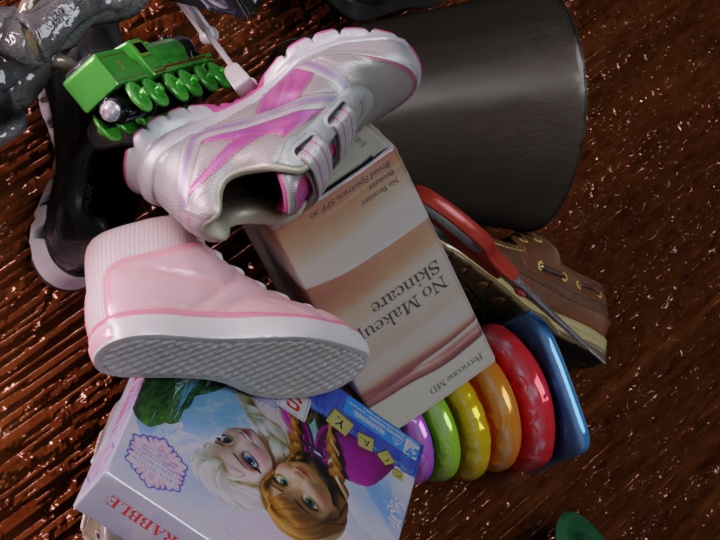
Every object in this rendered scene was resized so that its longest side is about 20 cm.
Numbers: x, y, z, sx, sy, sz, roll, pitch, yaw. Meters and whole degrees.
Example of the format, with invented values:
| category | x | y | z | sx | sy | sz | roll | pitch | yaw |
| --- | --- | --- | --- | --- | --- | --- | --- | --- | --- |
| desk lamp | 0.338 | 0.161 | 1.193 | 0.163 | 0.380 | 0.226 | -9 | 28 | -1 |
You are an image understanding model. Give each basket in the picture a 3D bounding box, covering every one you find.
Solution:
| category | x | y | z | sx | sy | sz | roll | pitch | yaw |
| --- | --- | --- | --- | --- | --- | --- | --- | --- | --- |
| basket | 0.039 | -0.108 | 1.777 | 0.199 | 0.136 | 0.181 | -5 | 112 | -31 |

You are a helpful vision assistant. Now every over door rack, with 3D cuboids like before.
| category | x | y | z | sx | sy | sz | roll | pitch | yaw |
| --- | --- | --- | --- | --- | --- | --- | --- | --- | --- |
| over door rack | -0.051 | -0.198 | 1.666 | 0.148 | 0.200 | 0.067 | -39 | 135 | 4 |

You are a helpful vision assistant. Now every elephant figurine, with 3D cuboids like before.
| category | x | y | z | sx | sy | sz | roll | pitch | yaw |
| --- | --- | --- | --- | --- | --- | --- | --- | --- | --- |
| elephant figurine | -0.247 | -0.119 | 1.577 | 0.200 | 0.155 | 0.142 | -33 | 136 | -63 |

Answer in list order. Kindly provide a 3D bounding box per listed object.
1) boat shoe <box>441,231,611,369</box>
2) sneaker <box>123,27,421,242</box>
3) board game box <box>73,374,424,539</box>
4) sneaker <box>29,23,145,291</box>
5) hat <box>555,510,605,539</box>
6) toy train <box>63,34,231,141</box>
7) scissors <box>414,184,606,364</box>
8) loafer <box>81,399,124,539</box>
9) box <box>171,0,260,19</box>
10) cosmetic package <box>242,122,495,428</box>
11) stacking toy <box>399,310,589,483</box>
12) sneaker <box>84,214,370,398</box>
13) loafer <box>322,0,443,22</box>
| category | x | y | z | sx | sy | sz | roll | pitch | yaw |
| --- | --- | --- | --- | --- | --- | --- | --- | --- | --- |
| boat shoe | 0.108 | 0.005 | 1.832 | 0.200 | 0.072 | 0.068 | 31 | 63 | -37 |
| sneaker | -0.042 | -0.076 | 1.574 | 0.200 | 0.081 | 0.088 | -30 | 58 | -11 |
| board game box | -0.064 | 0.129 | 1.602 | 0.200 | 0.041 | 0.200 | 34 | 35 | -12 |
| sneaker | -0.167 | -0.091 | 1.644 | 0.066 | 0.090 | 0.201 | 13 | 70 | -34 |
| hat | 0.109 | 0.287 | 1.799 | 0.166 | 0.176 | 0.200 | 60 | 15 | -6 |
| toy train | -0.135 | -0.121 | 1.616 | 0.056 | 0.042 | 0.200 | 50 | 17 | 2 |
| scissors | 0.104 | 0.006 | 1.709 | 0.200 | 0.073 | 0.014 | 39 | 76 | -14 |
| loafer | -0.150 | 0.171 | 1.598 | 0.075 | 0.070 | 0.201 | 25 | 48 | -26 |
| box | -0.100 | -0.271 | 1.653 | 0.201 | 0.160 | 0.044 | -64 | 150 | -21 |
| cosmetic package | 0.000 | 0.000 | 1.681 | 0.103 | 0.087 | 0.200 | -36 | 129 | -9 |
| stacking toy | 0.048 | 0.110 | 1.760 | 0.199 | 0.116 | 0.110 | -19 | 84 | -24 |
| sneaker | -0.087 | 0.017 | 1.597 | 0.200 | 0.075 | 0.105 | 8 | 52 | -34 |
| loafer | 0.037 | -0.229 | 1.809 | 0.073 | 0.071 | 0.200 | 45 | 30 | 3 |
